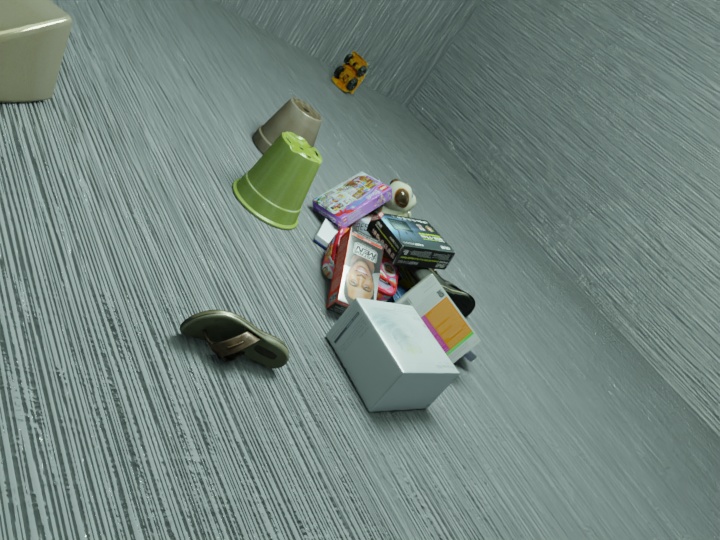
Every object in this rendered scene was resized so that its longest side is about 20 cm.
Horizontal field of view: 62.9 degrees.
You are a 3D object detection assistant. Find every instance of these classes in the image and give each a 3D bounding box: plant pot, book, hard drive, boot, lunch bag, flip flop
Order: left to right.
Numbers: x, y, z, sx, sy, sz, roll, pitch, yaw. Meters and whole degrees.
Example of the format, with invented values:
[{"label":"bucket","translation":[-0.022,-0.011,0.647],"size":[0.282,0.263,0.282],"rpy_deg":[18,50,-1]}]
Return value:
[{"label":"plant pot","translation":[-0.709,-0.440,1.118],"size":[0.199,0.200,0.178],"rpy_deg":[36,34,-6]},{"label":"flip flop","translation":[-0.207,0.127,0.991],"size":[0.199,0.081,0.058],"rpy_deg":[32,38,-29]},{"label":"plant pot","translation":[-0.196,-0.243,1.513],"size":[0.199,0.191,0.201],"rpy_deg":[32,23,-16]},{"label":"plant pot","translation":[-0.214,-0.436,1.856],"size":[0.198,0.174,0.201],"rpy_deg":[31,25,-16]},{"label":"hard drive","translation":[-0.032,-0.056,1.626],"size":[0.199,0.025,0.132],"rpy_deg":[36,24,-8]},{"label":"lunch bag","translation":[0.000,0.000,1.492],"size":[0.198,0.082,0.178],"rpy_deg":[30,41,-16]},{"label":"book","translation":[0.178,0.129,1.423],"size":[0.201,0.133,0.048],"rpy_deg":[54,-11,-3]},{"label":"boot","translation":[0.213,0.044,1.579],"size":[0.199,0.077,0.139],"rpy_deg":[31,18,-50]},{"label":"boot","translation":[0.257,0.047,1.818],"size":[0.200,0.069,0.174],"rpy_deg":[41,4,-39]}]

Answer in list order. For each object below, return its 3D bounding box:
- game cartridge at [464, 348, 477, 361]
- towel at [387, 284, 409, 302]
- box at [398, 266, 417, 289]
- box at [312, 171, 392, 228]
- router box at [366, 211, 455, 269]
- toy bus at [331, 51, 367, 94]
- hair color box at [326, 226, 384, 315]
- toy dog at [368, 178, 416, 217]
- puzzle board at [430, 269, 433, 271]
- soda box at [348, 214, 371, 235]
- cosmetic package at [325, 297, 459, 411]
[{"label":"game cartridge","translation":[0.220,0.145,1.540],"size":[0.200,0.038,0.130],"rpy_deg":[41,21,-25]},{"label":"towel","translation":[0.139,0.122,1.532],"size":[0.111,0.049,0.201],"rpy_deg":[20,30,-40]},{"label":"box","translation":[0.157,0.055,1.658],"size":[0.200,0.065,0.070],"rpy_deg":[45,24,15]},{"label":"box","translation":[-0.023,-0.207,1.712],"size":[0.199,0.040,0.136],"rpy_deg":[-33,47,-26]},{"label":"router box","translation":[0.133,-0.077,1.556],"size":[0.198,0.063,0.150],"rpy_deg":[4,37,-39]},{"label":"toy bus","translation":[-0.036,-1.085,3.272],"size":[0.136,0.201,0.192],"rpy_deg":[44,16,12]},{"label":"hair color box","translation":[-0.009,0.010,1.382],"size":[0.100,0.061,0.203],"rpy_deg":[23,56,-22]},{"label":"toy dog","translation":[0.088,-0.183,1.810],"size":[0.192,0.201,0.140],"rpy_deg":[31,24,-18]},{"label":"puzzle board","translation":[0.176,0.013,1.704],"size":[0.200,0.017,0.151],"rpy_deg":[47,-15,8]},{"label":"soda box","translation":[0.035,-0.103,1.686],"size":[0.068,0.064,0.199],"rpy_deg":[-1,27,-42]},{"label":"cosmetic package","translation":[0.068,0.177,1.236],"size":[0.198,0.123,0.201],"rpy_deg":[11,37,-47]}]
